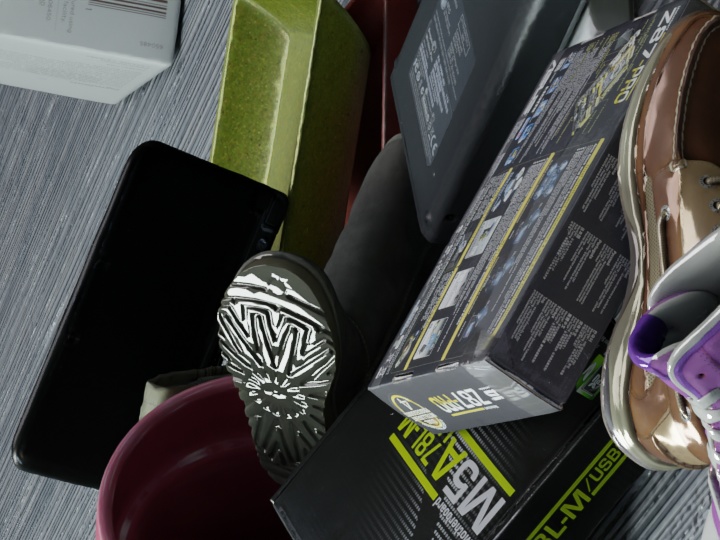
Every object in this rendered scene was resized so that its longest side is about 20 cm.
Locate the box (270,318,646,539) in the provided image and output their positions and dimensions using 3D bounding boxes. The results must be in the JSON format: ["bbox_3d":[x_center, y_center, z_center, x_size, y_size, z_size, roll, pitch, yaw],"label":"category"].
[{"bbox_3d":[0.053,0.090,1.418,0.193,0.047,0.200,-48,26,5],"label":"box"}]

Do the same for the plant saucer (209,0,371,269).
[{"bbox_3d":[-0.045,-0.076,1.815,0.200,0.048,0.200,-159,78,-71],"label":"plant saucer"}]

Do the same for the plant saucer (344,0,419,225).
[{"bbox_3d":[-0.003,-0.061,1.813,0.200,0.037,0.201,135,139,-62],"label":"plant saucer"}]

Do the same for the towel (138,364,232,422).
[{"bbox_3d":[-0.078,0.141,1.737,0.035,0.192,0.201,30,113,39],"label":"towel"}]

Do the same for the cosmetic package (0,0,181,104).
[{"bbox_3d":[-0.248,-0.245,2.444,0.200,0.165,0.165,159,118,-70],"label":"cosmetic package"}]

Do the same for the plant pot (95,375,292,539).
[{"bbox_3d":[-0.049,0.187,1.630,0.179,0.199,0.200,94,170,-46],"label":"plant pot"}]

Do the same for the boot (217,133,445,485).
[{"bbox_3d":[-0.002,-0.001,1.569,0.200,0.072,0.182,-56,-22,-36],"label":"boot"}]

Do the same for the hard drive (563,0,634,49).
[{"bbox_3d":[0.092,-0.137,1.564,0.200,0.027,0.132,129,144,-59],"label":"hard drive"}]

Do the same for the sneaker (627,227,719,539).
[{"bbox_3d":[0.148,0.054,1.168,0.073,0.114,0.201,-108,29,-51],"label":"sneaker"}]

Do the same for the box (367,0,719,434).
[{"bbox_3d":[0.091,-0.024,1.356,0.200,0.049,0.161,-60,11,-16],"label":"box"}]

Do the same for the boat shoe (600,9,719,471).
[{"bbox_3d":[0.155,-0.012,1.255,0.072,0.076,0.201,4,91,62],"label":"boat shoe"}]

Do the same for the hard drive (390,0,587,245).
[{"bbox_3d":[0.068,-0.131,1.539,0.140,0.033,0.200,-100,24,-43],"label":"hard drive"}]

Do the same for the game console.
[{"bbox_3d":[-0.135,0.025,1.720,0.200,0.116,0.176,-67,18,1],"label":"game console"}]
